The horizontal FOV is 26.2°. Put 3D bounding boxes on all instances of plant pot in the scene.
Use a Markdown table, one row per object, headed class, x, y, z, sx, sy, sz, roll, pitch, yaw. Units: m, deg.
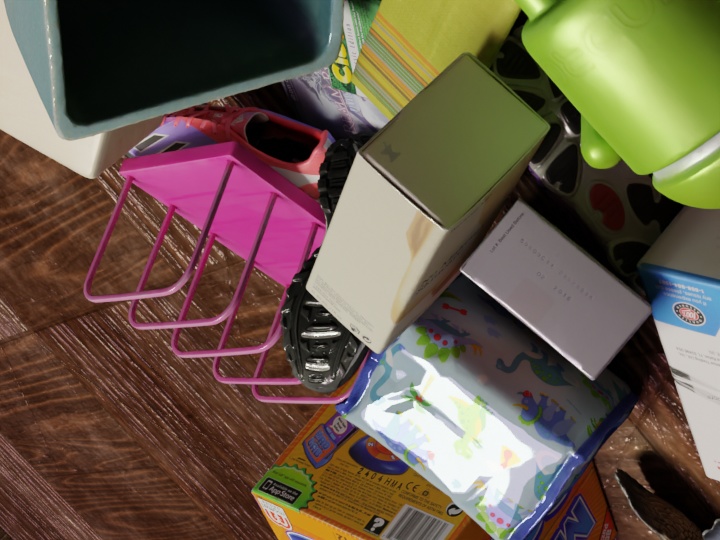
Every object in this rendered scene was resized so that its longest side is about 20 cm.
| class | x | y | z | sx | sy | sz | roll | pitch | yaw |
| --- | --- | --- | --- | --- | --- | --- | --- | --- | --- |
| plant pot | -0.140 | -0.234 | 0.957 | 0.200 | 0.195 | 0.197 | 50 | 150 | 38 |

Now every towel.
| class | x | y | z | sx | sy | sz | roll | pitch | yaw |
| --- | --- | --- | --- | --- | --- | --- | --- | --- | --- |
| towel | 0.051 | -0.151 | 0.953 | 0.086 | 0.018 | 0.200 | 46 | 148 | 12 |

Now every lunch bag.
| class | x | y | z | sx | sy | sz | roll | pitch | yaw |
| --- | --- | --- | --- | --- | --- | --- | --- | --- | --- |
| lunch bag | 0.104 | 0.087 | 1.139 | 0.170 | 0.200 | 0.128 | 38 | 122 | 11 |

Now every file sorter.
| class | x | y | z | sx | sy | sz | roll | pitch | yaw |
| --- | --- | --- | --- | --- | --- | --- | --- | --- | --- |
| file sorter | -0.091 | 0.010 | 1.198 | 0.139 | 0.126 | 0.200 | -4 | 149 | 46 |

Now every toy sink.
| class | x | y | z | sx | sy | sz | roll | pitch | yaw |
| --- | --- | --- | --- | --- | --- | --- | --- | --- | --- |
| toy sink | -0.232 | -0.183 | 1.106 | 0.200 | 0.112 | 0.131 | 29 | 127 | 8 |

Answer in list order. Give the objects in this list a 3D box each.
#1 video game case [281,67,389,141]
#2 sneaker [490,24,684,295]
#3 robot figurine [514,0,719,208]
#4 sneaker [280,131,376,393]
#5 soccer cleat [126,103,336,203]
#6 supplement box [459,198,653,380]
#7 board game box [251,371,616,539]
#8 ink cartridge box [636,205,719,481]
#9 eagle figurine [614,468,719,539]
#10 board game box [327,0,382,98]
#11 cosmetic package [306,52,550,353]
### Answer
| class | x | y | z | sx | sy | sz | roll | pitch | yaw |
| --- | --- | --- | --- | --- | --- | --- | --- | --- | --- |
| video game case | 0.012 | -0.136 | 1.112 | 0.200 | 0.019 | 0.143 | 17 | 144 | 38 |
| sneaker | 0.135 | -0.065 | 0.994 | 0.200 | 0.081 | 0.083 | 57 | 163 | -20 |
| robot figurine | 0.167 | -0.116 | 0.825 | 0.200 | 0.116 | 0.175 | 45 | 141 | -8 |
| sneaker | 0.000 | 0.000 | 1.114 | 0.074 | 0.200 | 0.079 | -1 | 148 | 26 |
| soccer cleat | -0.104 | -0.104 | 1.197 | 0.200 | 0.068 | 0.073 | 17 | 153 | 16 |
| supplement box | 0.128 | 0.010 | 1.026 | 0.109 | 0.061 | 0.200 | 40 | -175 | 5 |
| board game box | 0.069 | 0.209 | 1.340 | 0.200 | 0.200 | 0.200 | 17 | 145 | 39 |
| ink cartridge box | 0.276 | 0.058 | 0.971 | 0.146 | 0.084 | 0.200 | 15 | 142 | 41 |
| eagle figurine | 0.289 | 0.250 | 1.228 | 0.151 | 0.151 | 0.200 | -7 | 100 | 7 |
| board game box | 0.007 | -0.194 | 1.001 | 0.105 | 0.023 | 0.200 | 20 | 139 | 34 |
| cosmetic package | 0.037 | -0.036 | 0.967 | 0.071 | 0.105 | 0.200 | 42 | 157 | 8 |
